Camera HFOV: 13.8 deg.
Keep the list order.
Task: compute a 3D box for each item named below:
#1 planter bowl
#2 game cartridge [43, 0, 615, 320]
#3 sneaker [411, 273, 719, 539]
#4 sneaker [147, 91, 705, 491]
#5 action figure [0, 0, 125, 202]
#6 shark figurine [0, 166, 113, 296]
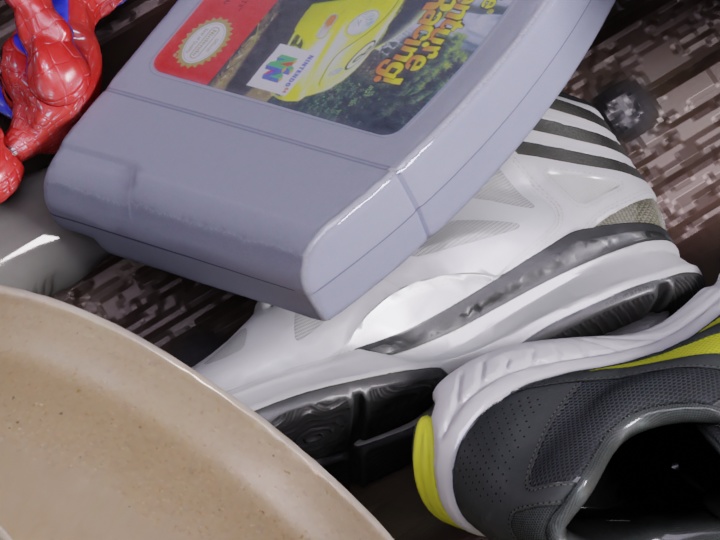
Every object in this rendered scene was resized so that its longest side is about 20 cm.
[{"bbox_3d":[-0.081,0.119,0.828,0.200,0.200,0.135,43,105,13],"label":"planter bowl"},{"bbox_3d":[0.004,-0.075,0.958,0.133,0.041,0.200,19,59,33],"label":"game cartridge"},{"bbox_3d":[0.119,0.048,0.918,0.200,0.085,0.075,-21,118,-17],"label":"sneaker"},{"bbox_3d":[0.000,0.000,0.975,0.200,0.076,0.115,-20,65,-11],"label":"sneaker"},{"bbox_3d":[-0.108,-0.116,0.997,0.099,0.065,0.200,20,68,4],"label":"action figure"},{"bbox_3d":[-0.148,0.045,0.956,0.128,0.090,0.215,14,74,8],"label":"shark figurine"}]
